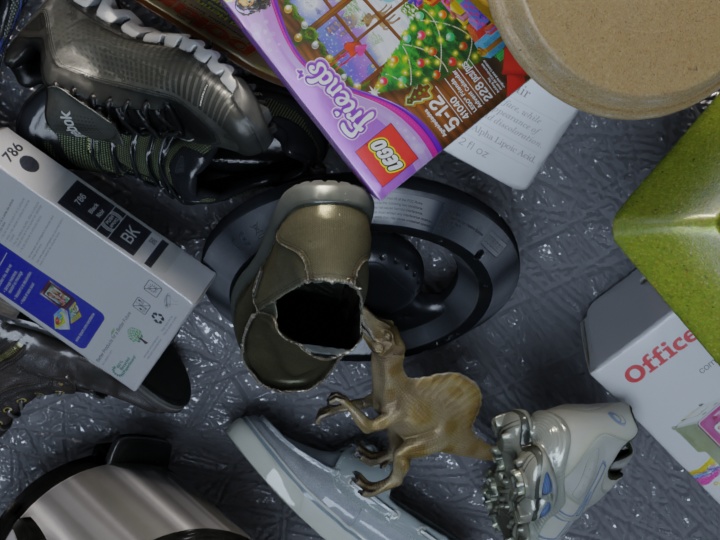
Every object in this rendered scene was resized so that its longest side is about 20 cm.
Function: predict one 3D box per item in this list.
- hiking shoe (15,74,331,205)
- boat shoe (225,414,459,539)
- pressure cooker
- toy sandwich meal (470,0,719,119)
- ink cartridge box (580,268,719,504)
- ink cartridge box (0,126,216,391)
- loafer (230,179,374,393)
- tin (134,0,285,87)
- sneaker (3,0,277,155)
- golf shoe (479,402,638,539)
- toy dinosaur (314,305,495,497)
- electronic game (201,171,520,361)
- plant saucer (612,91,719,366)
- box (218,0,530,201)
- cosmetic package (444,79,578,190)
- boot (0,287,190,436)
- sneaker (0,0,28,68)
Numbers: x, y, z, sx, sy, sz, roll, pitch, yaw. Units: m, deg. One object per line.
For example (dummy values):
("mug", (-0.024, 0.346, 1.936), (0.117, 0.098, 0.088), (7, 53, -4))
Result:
("hiking shoe", (-0.116, -0.084, 1.216), (0.200, 0.101, 0.076), (-1, 114, 2))
("boat shoe", (-0.001, 0.154, 1.356), (0.201, 0.070, 0.072), (41, 88, -12))
("pressure cooker", (-0.156, 0.221, 1.321), (0.176, 0.200, 0.179), (-37, 124, -15))
("toy sandwich meal", (0.139, -0.181, 1.091), (0.205, 0.070, 0.206), (-3, 100, -18))
("ink cartridge box", (0.260, 0.070, 1.285), (0.144, 0.085, 0.200), (-40, 107, 19))
("ink cartridge box", (-0.195, -0.017, 1.234), (0.200, 0.039, 0.099), (35, 132, -4))
("loafer", (-0.036, 0.025, 1.178), (0.075, 0.070, 0.200), (3, 148, -7))
("tin", (-0.085, -0.175, 1.174), (0.200, 0.042, 0.112), (31, 153, -13))
("sneaker", (-0.135, -0.102, 1.161), (0.091, 0.200, 0.067), (-46, 145, -16))
("golf shoe", (0.134, 0.144, 1.300), (0.097, 0.078, 0.200), (-16, 157, -10))
("toy dinosaur", (0.040, 0.104, 1.289), (0.101, 0.058, 0.200), (-34, 131, 16))
("electronic game", (0.000, 0.000, 1.245), (0.200, 0.042, 0.200), (-1, 148, 0))
("plant saucer", (0.275, -0.023, 1.188), (0.200, 0.048, 0.200), (48, 68, -15))
("box", (0.001, -0.159, 1.111), (0.137, 0.039, 0.200), (-39, 105, -2))
("cosmetic package", (0.107, -0.159, 1.185), (0.102, 0.074, 0.200), (27, 116, -10))
("boot", (-0.231, 0.082, 1.333), (0.200, 0.069, 0.174), (31, 119, -8))
("sneaker", (-0.250, -0.132, 1.212), (0.075, 0.078, 0.200), (19, 116, -6))
